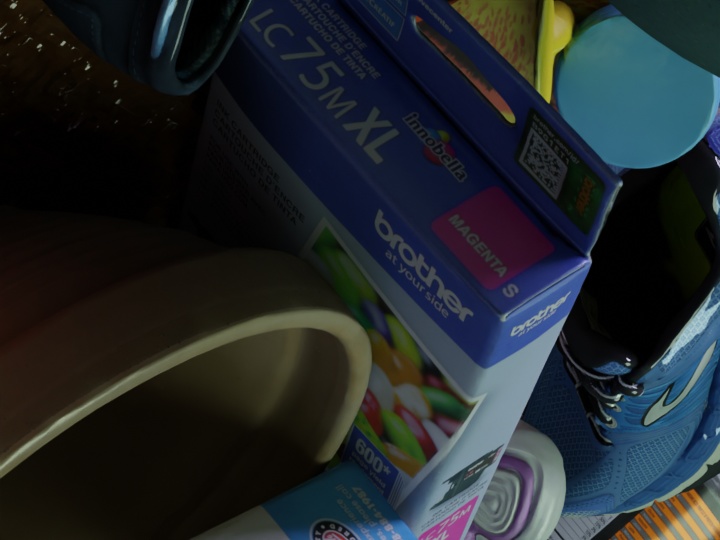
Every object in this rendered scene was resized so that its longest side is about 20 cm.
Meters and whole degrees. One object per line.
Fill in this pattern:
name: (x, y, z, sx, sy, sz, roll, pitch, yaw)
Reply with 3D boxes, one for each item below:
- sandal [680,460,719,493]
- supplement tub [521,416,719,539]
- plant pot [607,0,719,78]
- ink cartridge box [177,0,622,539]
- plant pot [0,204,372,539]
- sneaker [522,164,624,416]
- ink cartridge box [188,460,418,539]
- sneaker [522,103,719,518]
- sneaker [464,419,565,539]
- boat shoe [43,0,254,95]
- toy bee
sandal: (0.145, 0.029, 0.881, 0.043, 0.077, 0.200, -2, 170, -26)
supplement tub: (0.093, 0.112, 1.162, 0.200, 0.123, 0.123, -40, 161, -3)
plant pot: (0.110, -0.126, 0.630, 0.199, 0.202, 0.134, -27, -166, -36)
ink cartridge box: (0.000, 0.000, 0.746, 0.042, 0.119, 0.200, -31, 158, -30)
plant pot: (-0.100, 0.048, 0.703, 0.200, 0.093, 0.201, -36, 161, -14)
sneaker: (0.088, 0.000, 0.983, 0.090, 0.078, 0.200, -38, 161, -18)
ink cartridge box: (-0.048, 0.144, 0.696, 0.199, 0.115, 0.068, -23, 154, -41)
sneaker: (0.087, 0.012, 0.837, 0.089, 0.079, 0.201, -13, 146, -32)
sneaker: (0.010, 0.081, 0.919, 0.099, 0.075, 0.200, -36, -176, -40)
boat shoe: (0.002, -0.123, 0.561, 0.084, 0.069, 0.200, -14, 147, -52)
toy bee: (0.076, -0.091, 0.755, 0.199, 0.109, 0.131, -26, -165, -4)
